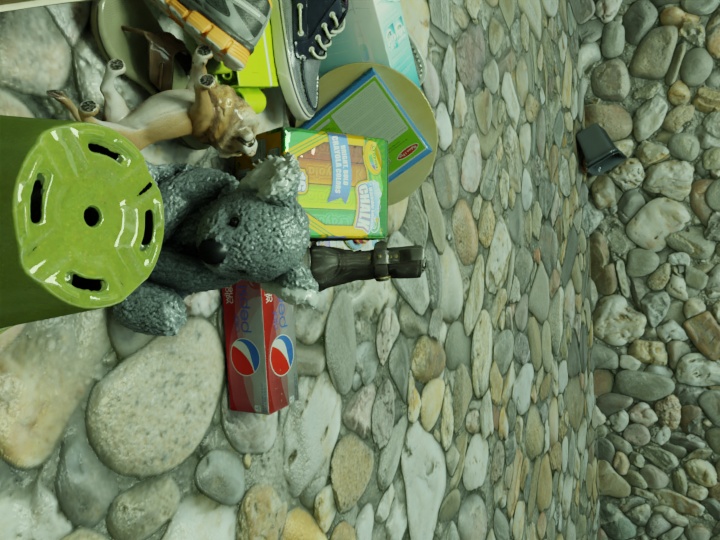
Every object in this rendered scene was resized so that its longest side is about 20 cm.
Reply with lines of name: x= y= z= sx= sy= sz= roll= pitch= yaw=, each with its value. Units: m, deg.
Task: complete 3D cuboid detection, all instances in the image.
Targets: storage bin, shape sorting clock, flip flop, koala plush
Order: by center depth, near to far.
koala plush: x=-0.131 y=-0.039 z=0.704 sx=0.183 sy=0.197 sz=0.180 roll=-29 pitch=115 yaw=-56
flip flop: x=-0.199 y=-0.208 z=0.724 sx=0.201 sy=0.057 sz=0.082 roll=58 pitch=43 yaw=-43
shape sorting clock: x=0.007 y=-0.181 z=0.950 sx=0.039 sy=0.197 sz=0.203 roll=-61 pitch=141 yaw=-63
storage bin: x=0.829 y=-0.425 z=2.446 sx=0.199 sy=0.145 sz=0.136 roll=0 pitch=63 yaw=-59

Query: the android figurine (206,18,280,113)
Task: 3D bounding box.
android figurine: x=-0.140 y=-0.276 z=0.816 sx=0.200 sy=0.040 sz=0.185 roll=-49 pitch=133 yaw=-69

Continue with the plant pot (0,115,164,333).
plant pot: x=-0.251 y=-0.037 z=0.509 sx=0.199 sy=0.187 sz=0.204 roll=0 pitch=90 yaw=-60

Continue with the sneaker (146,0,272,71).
sneaker: x=-0.173 y=-0.287 z=0.680 sx=0.199 sy=0.078 sz=0.078 roll=40 pitch=87 yaw=-9

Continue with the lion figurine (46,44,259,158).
lion figurine: x=-0.196 y=-0.151 z=0.690 sx=0.123 sy=0.197 sz=0.073 roll=113 pitch=-37 yaw=-60

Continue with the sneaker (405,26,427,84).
sneaker: x=0.031 y=-0.356 z=1.037 sx=0.200 sy=0.075 sz=0.105 roll=42 pitch=30 yaw=0

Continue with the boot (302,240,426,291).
boot: x=0.000 y=0.000 z=0.906 sx=0.200 sy=0.171 sz=0.070 roll=121 pitch=-34 yaw=-85

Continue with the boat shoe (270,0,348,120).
boat shoe: x=-0.057 y=-0.293 z=0.869 sx=0.075 sy=0.091 sz=0.203 roll=-55 pitch=138 yaw=-65

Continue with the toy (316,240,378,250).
toy: x=-0.005 y=-0.076 z=1.071 sx=0.199 sy=0.047 sz=0.117 roll=-21 pitch=110 yaw=-58

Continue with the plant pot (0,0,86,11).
plant pot: x=-0.268 y=-0.280 z=0.488 sx=0.200 sy=0.175 sz=0.203 roll=-40 pitch=125 yaw=-53

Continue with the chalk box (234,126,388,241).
chalk box: x=-0.042 y=-0.100 z=0.869 sx=0.198 sy=0.123 sz=0.127 roll=-3 pitch=92 yaw=-36

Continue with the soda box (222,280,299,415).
soda box: x=-0.123 y=0.068 z=0.853 sx=0.070 sy=0.063 sz=0.203 roll=-11 pitch=99 yaw=-60

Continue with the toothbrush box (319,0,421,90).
toothbrush box: x=-0.012 y=-0.302 z=0.962 sx=0.086 sy=0.144 sz=0.202 roll=-55 pitch=134 yaw=-47
